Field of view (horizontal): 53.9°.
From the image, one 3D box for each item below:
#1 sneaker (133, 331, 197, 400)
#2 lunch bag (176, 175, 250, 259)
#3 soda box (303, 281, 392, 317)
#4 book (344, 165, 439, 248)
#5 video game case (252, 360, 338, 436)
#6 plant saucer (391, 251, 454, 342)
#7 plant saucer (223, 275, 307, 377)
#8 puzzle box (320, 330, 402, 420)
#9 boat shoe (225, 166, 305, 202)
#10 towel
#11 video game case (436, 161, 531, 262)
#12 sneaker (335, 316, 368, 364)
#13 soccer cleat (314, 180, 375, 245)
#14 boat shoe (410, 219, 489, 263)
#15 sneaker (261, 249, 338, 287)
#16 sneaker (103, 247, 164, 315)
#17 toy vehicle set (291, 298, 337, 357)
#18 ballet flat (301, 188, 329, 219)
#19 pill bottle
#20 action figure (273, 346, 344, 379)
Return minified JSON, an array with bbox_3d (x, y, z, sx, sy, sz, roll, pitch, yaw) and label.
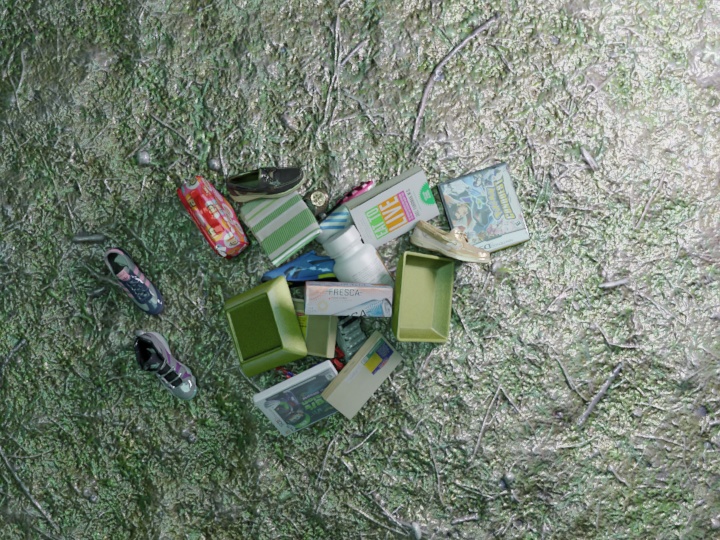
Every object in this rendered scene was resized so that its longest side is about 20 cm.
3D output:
[{"bbox_3d":[-0.482,0.237,1.704,0.078,0.140,0.200,-42,86,1],"label":"sneaker"},{"bbox_3d":[-0.351,-0.127,1.692,0.081,0.176,0.201,-34,86,1],"label":"lunch bag"},{"bbox_3d":[-0.029,0.064,1.594,0.197,0.064,0.069,2,98,-5],"label":"soda box"},{"bbox_3d":[0.079,-0.147,1.701,0.198,0.048,0.134,-29,123,-1],"label":"book"},{"bbox_3d":[-0.129,0.306,1.674,0.198,0.183,0.023,-26,47,2],"label":"video game case"},{"bbox_3d":[0.140,0.065,1.665,0.047,0.199,0.203,3,87,43],"label":"plant saucer"},{"bbox_3d":[-0.241,0.138,1.692,0.198,0.048,0.202,-23,81,28],"label":"plant saucer"},{"bbox_3d":[0.006,0.249,1.673,0.200,0.133,0.025,-48,49,-7],"label":"puzzle box"},{"bbox_3d":[-0.234,-0.218,1.727,0.198,0.066,0.073,-11,59,12],"label":"boat shoe"},{"bbox_3d":[-0.196,-0.120,1.718,0.152,0.023,0.201,-36,59,-1],"label":"towel"},{"bbox_3d":[0.299,-0.142,1.727,0.179,0.026,0.203,-18,87,3],"label":"video game case"},{"bbox_3d":[-0.026,0.167,1.718,0.075,0.081,0.202,-24,106,-28],"label":"sneaker"},{"bbox_3d":[-0.033,-0.136,1.735,0.199,0.070,0.087,-38,106,1],"label":"soccer cleat"},{"bbox_3d":[0.217,-0.070,1.682,0.198,0.074,0.070,18,102,16],"label":"boat shoe"},{"bbox_3d":[-0.146,-0.004,1.736,0.197,0.066,0.080,-6,75,3],"label":"sneaker"},{"bbox_3d":[-0.566,0.030,1.747,0.070,0.082,0.200,-41,86,1],"label":"sneaker"},{"bbox_3d":[-0.142,0.133,1.692,0.198,0.026,0.126,5,88,37],"label":"toy vehicle set"},{"bbox_3d":[-0.159,-0.129,1.745,0.199,0.046,0.068,-38,85,2],"label":"ballet flat"},{"bbox_3d":[0.000,0.000,1.677,0.114,0.114,0.201,-33,100,2],"label":"pill bottle"},{"bbox_3d":[-0.140,0.240,1.690,0.199,0.066,0.099,-38,117,25],"label":"action figure"}]
